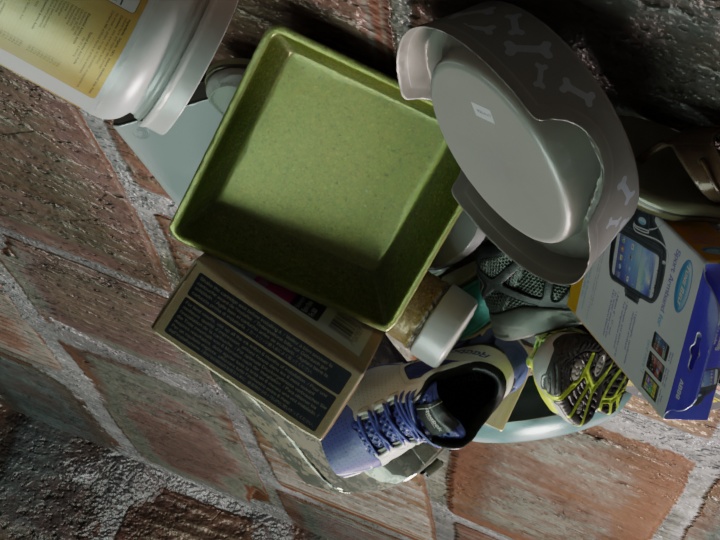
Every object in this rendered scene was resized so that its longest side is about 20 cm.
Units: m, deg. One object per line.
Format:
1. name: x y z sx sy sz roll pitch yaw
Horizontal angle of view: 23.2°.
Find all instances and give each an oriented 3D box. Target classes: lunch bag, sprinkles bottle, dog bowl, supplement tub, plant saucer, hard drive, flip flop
1. lunch bag: -0.020 0.113 1.658 0.200 0.139 0.167 51 159 -17
2. sprinkles bottle: 0.000 0.000 1.469 0.199 0.068 0.068 34 164 5
3. dog bowl: 0.107 -0.089 1.166 0.200 0.058 0.201 48 162 21
4. supplement tub: -0.198 -0.196 1.235 0.199 0.145 0.144 28 162 -14
5. plant saucer: -0.021 -0.077 1.360 0.199 0.201 0.048 24 -152 -12
6. hard drive: -0.107 -0.080 1.524 0.131 0.026 0.200 -13 135 27
7. flip flop: 0.248 -0.063 1.175 0.199 0.081 0.058 23 137 12
8. plant saucer: 0.172 0.134 1.710 0.198 0.028 0.200 -11 -172 1

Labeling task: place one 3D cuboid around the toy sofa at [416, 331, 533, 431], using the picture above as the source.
1. toy sofa: 0.093 0.080 1.661 0.097 0.083 0.200 25 -176 -8

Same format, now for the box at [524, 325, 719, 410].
1. box: 0.243 0.063 1.571 0.199 0.049 0.158 27 164 -9

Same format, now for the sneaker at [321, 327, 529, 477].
1. sneaker: 0.048 0.117 1.508 0.081 0.198 0.115 62 -165 -5

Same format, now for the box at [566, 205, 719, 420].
1. box: 0.209 0.016 1.224 0.041 0.120 0.200 1 -155 -20

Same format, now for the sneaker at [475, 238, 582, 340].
1. sneaker: 0.175 -0.021 1.368 0.198 0.076 0.115 -14 107 31

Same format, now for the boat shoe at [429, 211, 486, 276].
1. boat shoe: 0.059 -0.025 1.537 0.065 0.073 0.200 -5 164 -36

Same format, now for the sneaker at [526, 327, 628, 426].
1. sneaker: 0.168 0.083 1.453 0.076 0.076 0.200 21 179 22

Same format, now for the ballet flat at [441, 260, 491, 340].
1. ballet flat: 0.138 -0.002 1.483 0.199 0.070 0.069 -25 134 35

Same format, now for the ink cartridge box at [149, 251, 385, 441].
1. ink cartridge box: -0.069 0.046 1.456 0.164 0.075 0.200 34 -168 -1

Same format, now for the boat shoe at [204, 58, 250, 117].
1. boat shoe: -0.042 -0.100 1.416 0.199 0.069 0.075 29 146 -24
